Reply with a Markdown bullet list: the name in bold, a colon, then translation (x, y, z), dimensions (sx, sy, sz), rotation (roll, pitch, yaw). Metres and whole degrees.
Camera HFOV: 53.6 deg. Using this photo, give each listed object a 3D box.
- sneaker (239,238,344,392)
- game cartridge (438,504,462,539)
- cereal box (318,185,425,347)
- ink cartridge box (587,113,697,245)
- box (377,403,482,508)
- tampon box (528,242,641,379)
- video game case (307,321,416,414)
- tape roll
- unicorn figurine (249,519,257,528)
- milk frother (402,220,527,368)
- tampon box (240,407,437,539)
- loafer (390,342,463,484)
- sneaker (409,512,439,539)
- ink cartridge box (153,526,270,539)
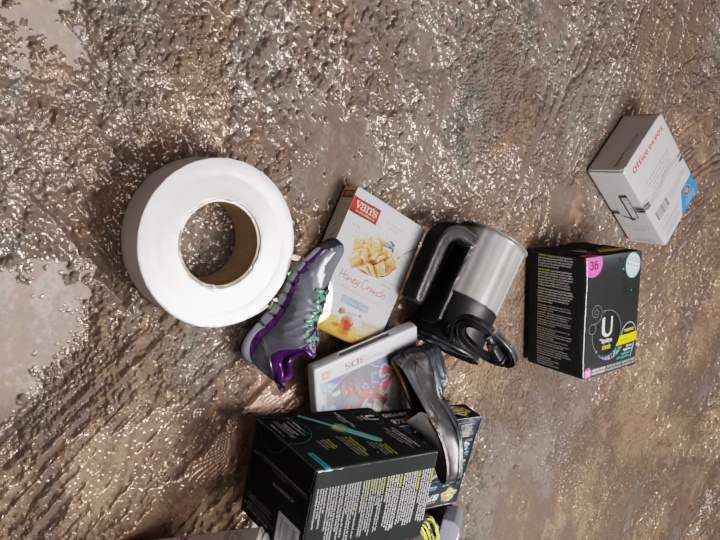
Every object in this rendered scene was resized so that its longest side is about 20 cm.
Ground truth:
- **sneaker**: translation (-0.067, 0.057, 0.915), dimensions (0.201, 0.087, 0.074), rotation (-53, 161, 12)
- **game cartridge**: translation (0.121, 0.489, 1.141), dimensions (0.041, 0.133, 0.202), rotation (17, 88, 8)
- **cereal box**: translation (0.000, 0.000, 1.015), dimensions (0.143, 0.039, 0.202), rotation (27, 82, -36)
- **ink cartridge box**: translation (0.528, -0.169, 1.326), dimensions (0.200, 0.084, 0.147), rotation (47, 71, -30)
- **box**: translation (0.087, 0.293, 1.100), dimensions (0.198, 0.046, 0.161), rotation (2, 109, -37)
- **tampon box**: translation (0.385, 0.063, 1.231), dimensions (0.148, 0.126, 0.203), rotation (-8, 103, -34)
- **video game case**: translation (0.009, 0.193, 1.040), dimensions (0.181, 0.023, 0.202), rotation (-20, 122, -31)
- **tape roll**: translation (-0.182, -0.035, 0.865), dimensions (0.200, 0.070, 0.205), rotation (-6, 101, -34)
- **unicorn figurine**: translation (-0.124, 0.382, 0.969), dimensions (0.198, 0.074, 0.139), rotation (12, 69, -16)
- **milk frother**: translation (0.182, 0.035, 1.041), dimensions (0.180, 0.199, 0.190), rotation (37, 76, -53)
- **tampon box**: translation (-0.028, 0.272, 0.926), dimensions (0.198, 0.149, 0.128), rotation (4, 102, -39)
- **loafer**: translation (0.093, 0.208, 1.015), dimensions (0.071, 0.073, 0.202), rotation (-9, 77, -23)
- **sneaker**: translation (0.078, 0.386, 1.050), dimensions (0.084, 0.200, 0.075), rotation (-17, 78, -10)
- **ink cartridge box**: translation (-0.199, 0.404, 0.857), dimensions (0.197, 0.084, 0.147), rotation (-10, 108, 9)
